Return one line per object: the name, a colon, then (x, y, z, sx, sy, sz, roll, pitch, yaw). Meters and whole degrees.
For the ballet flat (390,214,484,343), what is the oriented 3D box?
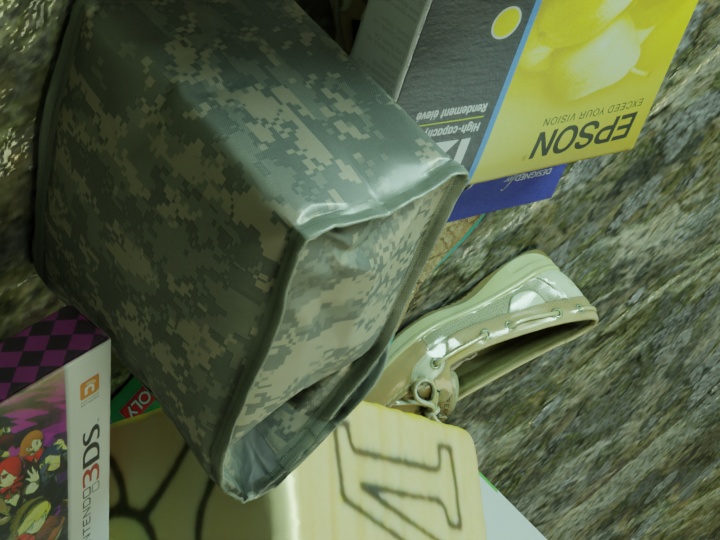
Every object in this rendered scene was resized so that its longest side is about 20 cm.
ballet flat: (0.000, 0.000, 1.346, 0.200, 0.070, 0.065, -56, 131, -26)

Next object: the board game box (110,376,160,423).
board game box: (-0.068, 0.069, 1.418, 0.135, 0.029, 0.200, -46, 158, 4)

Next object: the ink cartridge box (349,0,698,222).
ink cartridge box: (0.071, -0.089, 1.173, 0.197, 0.047, 0.200, -15, 134, -41)

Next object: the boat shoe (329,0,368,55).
boat shoe: (0.021, -0.122, 1.162, 0.073, 0.063, 0.200, -21, 146, -11)

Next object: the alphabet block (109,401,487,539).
alphabet block: (-0.054, 0.186, 1.276, 0.195, 0.200, 0.196, -17, 158, 30)

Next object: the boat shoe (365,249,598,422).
boat shoe: (0.068, 0.062, 1.601, 0.201, 0.063, 0.073, -33, 155, -28)

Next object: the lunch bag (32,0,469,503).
lunch bag: (-0.063, -0.014, 1.096, 0.117, 0.164, 0.200, -24, 150, -39)

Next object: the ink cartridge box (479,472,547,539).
ink cartridge box: (0.018, 0.225, 1.691, 0.200, 0.146, 0.084, -53, 158, 19)

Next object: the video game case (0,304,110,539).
video game case: (-0.199, 0.130, 1.107, 0.200, 0.036, 0.181, -31, 144, -34)
